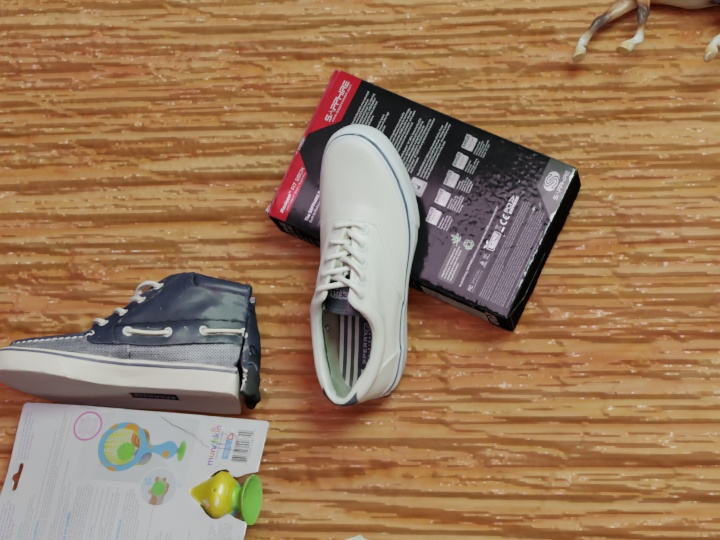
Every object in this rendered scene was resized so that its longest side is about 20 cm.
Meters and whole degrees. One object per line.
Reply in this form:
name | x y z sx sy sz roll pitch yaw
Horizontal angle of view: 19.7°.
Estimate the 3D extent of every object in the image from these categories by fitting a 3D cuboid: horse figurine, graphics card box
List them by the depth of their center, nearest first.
horse figurine | 0.243 -0.201 1.520 0.199 0.050 0.133 10 60 21
graphics card box | 0.047 -0.052 1.520 0.200 0.051 0.126 23 80 16

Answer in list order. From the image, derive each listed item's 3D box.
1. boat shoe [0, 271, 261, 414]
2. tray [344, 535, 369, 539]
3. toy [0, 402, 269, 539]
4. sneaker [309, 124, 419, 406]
boat shoe | -0.167 0.049 1.525 0.199 0.075 0.093 5 69 3
tray | -0.075 0.219 1.435 0.200 0.107 0.022 -19 84 4
toy | -0.161 0.161 1.494 0.199 0.047 0.115 1 65 25
sneaker | 0.000 0.000 1.457 0.073 0.071 0.201 1 104 22
